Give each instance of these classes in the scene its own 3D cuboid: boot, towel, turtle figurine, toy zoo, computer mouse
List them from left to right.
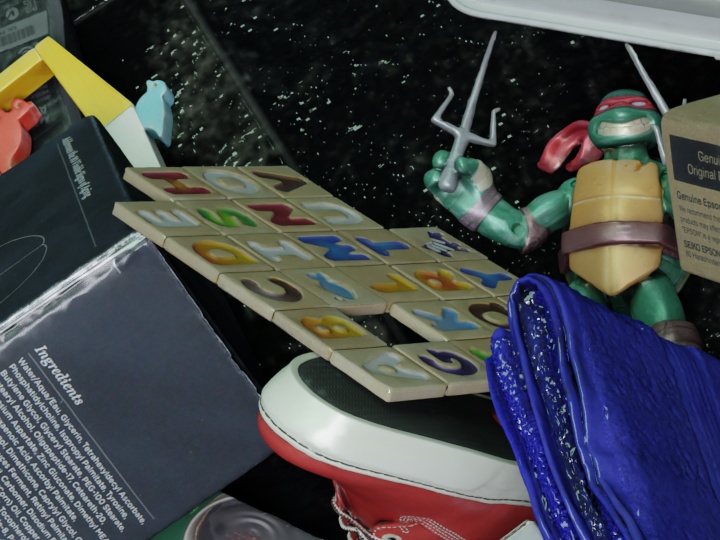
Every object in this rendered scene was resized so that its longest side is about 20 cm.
[{"bbox_3d":[-0.185,-0.074,1.366,0.138,0.053,0.201,-16,65,11],"label":"computer mouse"},{"bbox_3d":[-0.174,-0.029,1.303,0.200,0.020,0.131,-38,63,-1],"label":"toy zoo"},{"bbox_3d":[0.007,0.113,1.037,0.144,0.200,0.072,-54,51,13],"label":"boot"},{"bbox_3d":[0.112,-0.016,1.158,0.149,0.101,0.201,-13,67,34],"label":"turtle figurine"},{"bbox_3d":[0.130,0.094,1.010,0.049,0.200,0.148,-35,51,27],"label":"towel"}]

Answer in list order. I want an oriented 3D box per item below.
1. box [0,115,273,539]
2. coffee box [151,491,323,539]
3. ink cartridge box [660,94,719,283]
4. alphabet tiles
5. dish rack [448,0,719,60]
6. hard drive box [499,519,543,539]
[{"bbox_3d":[-0.156,0.053,1.164,0.196,0.124,0.200,-36,21,1],"label":"box"},{"bbox_3d":[-0.114,0.176,1.133,0.123,0.044,0.200,22,55,34],"label":"coffee box"},{"bbox_3d":[0.247,-0.043,1.044,0.199,0.075,0.165,-16,16,-22],"label":"ink cartridge box"},{"bbox_3d":[0.000,0.000,1.079,0.200,0.167,0.008,33,114,36],"label":"alphabet tiles"},{"bbox_3d":[0.147,-0.168,1.152,0.199,0.044,0.172,12,50,30],"label":"dish rack"},{"bbox_3d":[0.108,0.213,0.964,0.077,0.156,0.200,-36,50,-2],"label":"hard drive box"}]
